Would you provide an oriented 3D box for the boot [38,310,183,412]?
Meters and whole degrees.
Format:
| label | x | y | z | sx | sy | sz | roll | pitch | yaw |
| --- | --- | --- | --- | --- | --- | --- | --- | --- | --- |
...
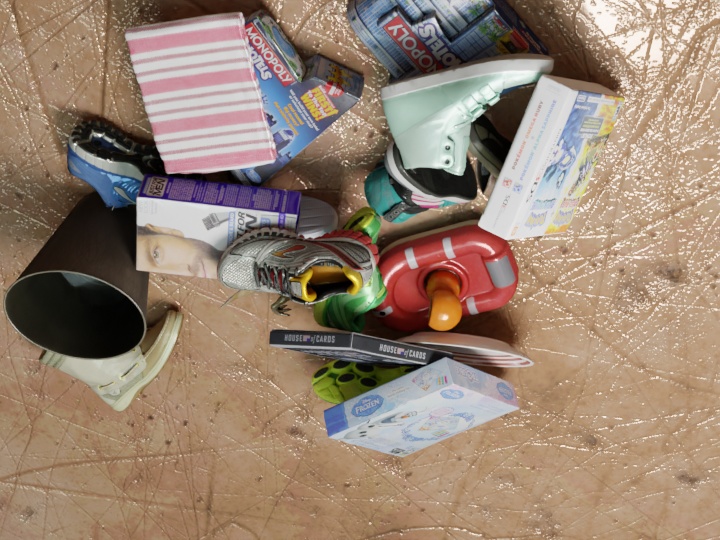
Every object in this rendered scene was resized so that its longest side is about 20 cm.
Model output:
| label | x | y | z | sx | sy | sz | roll | pitch | yaw |
| --- | --- | --- | --- | --- | --- | --- | --- | --- | --- |
| boot | -0.352 | 0.099 | 1.885 | 0.154 | 0.072 | 0.200 | 33 | 123 | -15 |

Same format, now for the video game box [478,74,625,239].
| label | x | y | z | sx | sy | sz | roll | pitch | yaw |
| --- | --- | --- | --- | --- | --- | --- | --- | --- | --- |
| video game box | 0.224 | -0.129 | 1.546 | 0.047 | 0.199 | 0.184 | 31 | 108 | 23 |

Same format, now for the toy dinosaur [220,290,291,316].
| label | x | y | z | sx | sy | sz | roll | pitch | yaw |
| --- | --- | --- | --- | --- | --- | --- | --- | --- | --- |
| toy dinosaur | -0.103 | 0.012 | 1.774 | 0.198 | 0.059 | 0.101 | -22 | 153 | -15 |

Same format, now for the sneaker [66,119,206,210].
| label | x | y | z | sx | sy | sz | roll | pitch | yaw |
| --- | --- | --- | --- | --- | --- | --- | --- | --- | --- |
| sneaker | -0.286 | -0.118 | 1.724 | 0.199 | 0.079 | 0.089 | 26 | 139 | -9 |

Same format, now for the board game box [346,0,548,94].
| label | x | y | z | sx | sy | sz | roll | pitch | yaw |
| --- | --- | --- | --- | --- | --- | --- | --- | --- | --- |
| board game box | 0.083 | -0.256 | 1.568 | 0.199 | 0.062 | 0.200 | -35 | 116 | 27 |

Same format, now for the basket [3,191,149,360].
| label | x | y | z | sx | sy | sz | roll | pitch | yaw |
| --- | --- | --- | --- | --- | --- | --- | --- | --- | --- |
| basket | -0.344 | -0.002 | 1.726 | 0.178 | 0.201 | 0.137 | 9 | 126 | -2 |

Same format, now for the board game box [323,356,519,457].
| label | x | y | z | sx | sy | sz | roll | pitch | yaw |
| --- | --- | --- | --- | --- | --- | --- | --- | --- | --- |
| board game box | 0.085 | 0.189 | 1.814 | 0.198 | 0.044 | 0.199 | -25 | 154 | 24 |

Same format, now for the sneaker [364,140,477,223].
| label | x | y | z | sx | sy | sz | roll | pitch | yaw |
| --- | --- | --- | --- | --- | --- | --- | --- | --- | --- |
| sneaker | 0.050 | -0.112 | 1.639 | 0.120 | 0.085 | 0.199 | -14 | 165 | 28 |

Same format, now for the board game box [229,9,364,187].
| label | x | y | z | sx | sy | sz | roll | pitch | yaw |
| --- | --- | --- | --- | --- | --- | --- | --- | --- | --- |
| board game box | -0.106 | -0.219 | 1.626 | 0.198 | 0.062 | 0.201 | -23 | 120 | 21 |

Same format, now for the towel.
| label | x | y | z | sx | sy | sz | roll | pitch | yaw |
| --- | --- | --- | --- | --- | --- | --- | --- | --- | --- |
| towel | -0.187 | -0.208 | 1.590 | 0.145 | 0.030 | 0.202 | -5 | 123 | 11 |

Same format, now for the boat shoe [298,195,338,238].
| label | x | y | z | sx | sy | sz | roll | pitch | yaw |
| --- | --- | --- | --- | --- | --- | --- | --- | --- | --- |
| boat shoe | -0.118 | -0.046 | 1.760 | 0.198 | 0.073 | 0.071 | -6 | 140 | 18 |

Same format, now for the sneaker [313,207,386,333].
| label | x | y | z | sx | sy | sz | roll | pitch | yaw |
| --- | --- | --- | --- | --- | --- | --- | --- | --- | --- |
| sneaker | 0.000 | 0.000 | 1.694 | 0.083 | 0.074 | 0.201 | 23 | 134 | 5 |

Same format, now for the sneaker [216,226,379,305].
| label | x | y | z | sx | sy | sz | roll | pitch | yaw |
| --- | --- | --- | --- | --- | --- | --- | --- | --- | --- |
| sneaker | -0.081 | -0.003 | 1.600 | 0.198 | 0.082 | 0.078 | -5 | 124 | 16 |

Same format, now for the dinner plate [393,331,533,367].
| label | x | y | z | sx | sy | sz | roll | pitch | yaw |
| --- | --- | --- | --- | --- | --- | --- | --- | --- | --- |
| dinner plate | 0.134 | 0.105 | 1.797 | 0.198 | 0.025 | 0.200 | 6 | 170 | 1 |

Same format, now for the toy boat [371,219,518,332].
| label | x | y | z | sx | sy | sz | roll | pitch | yaw |
| --- | --- | --- | --- | --- | --- | --- | --- | --- | --- |
| toy boat | 0.105 | 0.027 | 1.740 | 0.198 | 0.131 | 0.131 | -16 | 123 | 17 |

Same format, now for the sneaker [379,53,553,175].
| label | x | y | z | sx | sy | sz | roll | pitch | yaw |
| --- | --- | --- | --- | --- | --- | --- | --- | --- | --- |
| sneaker | 0.129 | -0.173 | 1.505 | 0.198 | 0.074 | 0.119 | -12 | 99 | 17 |

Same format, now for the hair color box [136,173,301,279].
| label | x | y | z | sx | sy | sz | roll | pitch | yaw |
| --- | --- | --- | --- | --- | --- | --- | --- | --- | --- |
| hair color box | -0.177 | -0.049 | 1.666 | 0.198 | 0.065 | 0.110 | 7 | 123 | 0 |

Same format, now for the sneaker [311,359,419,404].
| label | x | y | z | sx | sy | sz | roll | pitch | yaw |
| --- | --- | --- | --- | --- | --- | --- | --- | --- | --- |
| sneaker | 0.029 | 0.171 | 1.879 | 0.198 | 0.075 | 0.084 | 2 | 144 | -8 |

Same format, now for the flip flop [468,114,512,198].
| label | x | y | z | sx | sy | sz | roll | pitch | yaw |
| --- | --- | --- | --- | --- | --- | --- | --- | --- | --- |
| flip flop | 0.162 | -0.121 | 1.631 | 0.057 | 0.082 | 0.200 | -26 | 145 | 20 |

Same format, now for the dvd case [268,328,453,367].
| label | x | y | z | sx | sy | sz | roll | pitch | yaw |
| --- | --- | --- | --- | --- | --- | --- | --- | --- | --- |
| dvd case | 0.002 | 0.102 | 1.733 | 0.149 | 0.025 | 0.199 | -1 | 170 | 43 |
